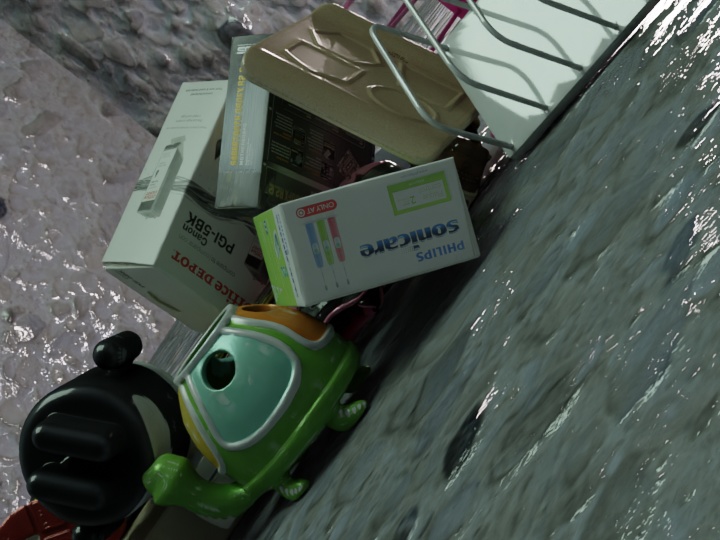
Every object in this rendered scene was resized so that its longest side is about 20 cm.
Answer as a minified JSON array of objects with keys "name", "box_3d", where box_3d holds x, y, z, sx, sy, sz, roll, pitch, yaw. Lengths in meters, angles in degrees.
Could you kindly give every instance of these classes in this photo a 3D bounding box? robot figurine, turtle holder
[{"name":"robot figurine","box_3d":[-0.217,0.145,1.459,0.150,0.125,0.200,-43,-2,14]},{"name":"turtle holder","box_3d":[-0.087,0.109,1.386,0.186,0.132,0.141,-48,9,32]}]

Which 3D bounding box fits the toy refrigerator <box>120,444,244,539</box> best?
[{"name":"toy refrigerator","box_3d":[-0.165,0.243,1.510,0.200,0.070,0.076,-56,15,-19]}]

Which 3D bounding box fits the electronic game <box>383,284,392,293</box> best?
[{"name":"electronic game","box_3d":[0.021,-0.022,1.678,0.200,0.042,0.200,-52,8,10]}]

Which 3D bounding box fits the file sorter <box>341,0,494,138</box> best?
[{"name":"file sorter","box_3d":[0.100,-0.242,1.587,0.126,0.200,0.139,-58,9,-33]}]

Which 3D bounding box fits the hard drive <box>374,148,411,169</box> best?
[{"name":"hard drive","box_3d":[0.008,-0.070,1.787,0.200,0.042,0.135,-45,-10,-37]}]

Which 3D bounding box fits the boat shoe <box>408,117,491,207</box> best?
[{"name":"boat shoe","box_3d":[0.087,-0.117,1.583,0.075,0.074,0.202,-63,16,16]}]

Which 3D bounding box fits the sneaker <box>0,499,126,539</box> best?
[{"name":"sneaker","box_3d":[-0.294,0.263,1.584,0.199,0.079,0.116,-23,-13,8]}]

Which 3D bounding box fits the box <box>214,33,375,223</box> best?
[{"name":"box","box_3d":[-0.054,-0.113,1.576,0.200,0.048,0.159,19,-106,-59]}]

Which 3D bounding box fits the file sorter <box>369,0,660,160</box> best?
[{"name":"file sorter","box_3d":[0.121,-0.217,1.403,0.200,0.124,0.139,-49,52,28]}]

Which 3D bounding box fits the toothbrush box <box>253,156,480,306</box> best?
[{"name":"toothbrush box","box_3d":[0.000,-0.028,1.400,0.145,0.087,0.200,-15,2,-8]}]

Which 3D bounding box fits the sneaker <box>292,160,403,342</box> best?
[{"name":"sneaker","box_3d":[0.000,0.000,1.540,0.095,0.079,0.201,31,97,50]}]

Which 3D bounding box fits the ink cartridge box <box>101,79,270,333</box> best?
[{"name":"ink cartridge box","box_3d":[-0.135,-0.057,1.616,0.083,0.147,0.201,2,64,45]}]

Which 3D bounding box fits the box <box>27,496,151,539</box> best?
[{"name":"box","box_3d":[-0.264,0.252,1.644,0.200,0.047,0.194,36,109,53]}]

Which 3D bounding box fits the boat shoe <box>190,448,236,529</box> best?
[{"name":"boat shoe","box_3d":[-0.082,0.133,1.480,0.200,0.070,0.071,-57,10,-22]}]

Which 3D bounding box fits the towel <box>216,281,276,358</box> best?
[{"name":"towel","box_3d":[-0.104,0.107,1.615,0.144,0.023,0.200,-55,-21,-30]}]

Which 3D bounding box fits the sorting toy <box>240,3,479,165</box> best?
[{"name":"sorting toy","box_3d":[0.008,-0.160,1.480,0.037,0.184,0.200,-67,-9,28]}]
